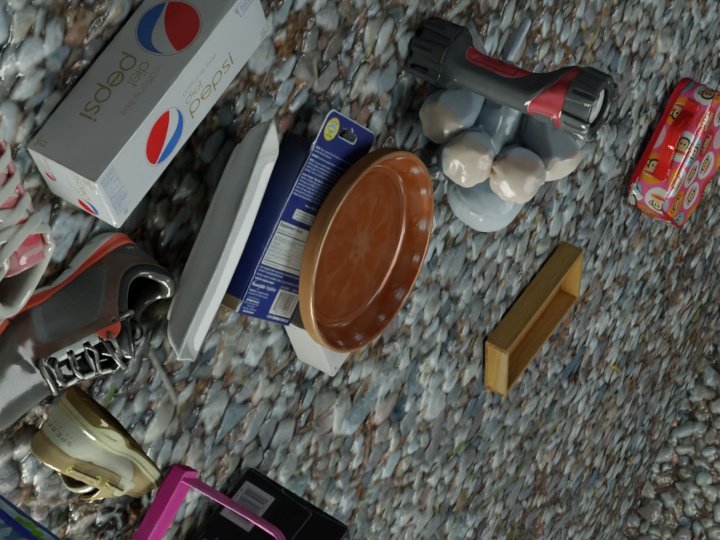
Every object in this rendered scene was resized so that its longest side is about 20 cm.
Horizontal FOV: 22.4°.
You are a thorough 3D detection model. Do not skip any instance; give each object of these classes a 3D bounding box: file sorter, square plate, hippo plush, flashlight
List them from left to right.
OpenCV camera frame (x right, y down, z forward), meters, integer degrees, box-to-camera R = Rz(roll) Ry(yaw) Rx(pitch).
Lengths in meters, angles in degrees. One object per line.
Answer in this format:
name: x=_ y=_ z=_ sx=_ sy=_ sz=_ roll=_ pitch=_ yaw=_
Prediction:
file sorter: x=-0.141 y=0.264 z=1.617 sx=0.140 sy=0.125 sz=0.200 roll=-60 pitch=179 yaw=-7
square plate: x=-0.115 y=-0.022 z=1.497 sx=0.198 sy=0.028 sz=0.201 roll=120 pitch=-8 yaw=-86
hippo plush: x=0.113 y=-0.126 z=1.860 sx=0.158 sy=0.201 sz=0.161 roll=-9 pitch=154 yaw=-26
flashlight: x=0.146 y=-0.189 z=1.745 sx=0.068 sy=0.199 sz=0.068 roll=-30 pitch=140 yaw=-52

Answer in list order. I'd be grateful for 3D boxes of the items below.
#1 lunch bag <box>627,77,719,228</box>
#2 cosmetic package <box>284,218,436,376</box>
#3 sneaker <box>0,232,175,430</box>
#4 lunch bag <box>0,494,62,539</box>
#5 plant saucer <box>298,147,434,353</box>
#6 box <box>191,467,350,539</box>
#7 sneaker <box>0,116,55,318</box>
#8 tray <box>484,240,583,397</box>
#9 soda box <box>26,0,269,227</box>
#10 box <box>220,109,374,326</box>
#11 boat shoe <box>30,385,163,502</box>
lunch bag: x=0.457 y=-0.168 z=2.596 sx=0.201 sy=0.082 sz=0.176 roll=-64 pitch=157 yaw=0
cosmetic package: x=0.000 y=0.000 z=1.821 sx=0.200 sy=0.050 sz=0.083 roll=-55 pitch=151 yaw=-22
sneaker: x=-0.214 y=0.051 z=1.372 sx=0.200 sy=0.082 sz=0.077 roll=-51 pitch=154 yaw=-29
lunch bag: x=-0.289 y=0.190 z=1.204 sx=0.160 sy=0.199 sz=0.083 roll=-10 pitch=131 yaw=-61
plant saucer: x=0.003 y=-0.021 z=1.724 sx=0.200 sy=0.032 sz=0.201 roll=-38 pitch=140 yaw=-41
box: x=-0.116 y=0.323 z=1.807 sx=0.200 sy=0.132 sz=0.115 roll=-51 pitch=158 yaw=-28
sneaker: x=-0.241 y=-0.058 z=1.173 sx=0.075 sy=0.104 sz=0.201 roll=-32 pitch=140 yaw=-49
tray: x=0.229 y=0.063 z=2.404 sx=0.200 sy=0.037 sz=0.099 roll=-49 pitch=153 yaw=-31
soda box: x=-0.152 y=-0.135 z=1.329 sx=0.200 sy=0.068 sz=0.064 roll=-55 pitch=156 yaw=-20
box: x=-0.058 y=-0.051 z=1.667 sx=0.201 sy=0.032 sz=0.121 roll=-64 pitch=158 yaw=2
boat shoe: x=-0.220 y=0.152 z=1.495 sx=0.066 sy=0.074 sz=0.200 roll=-43 pitch=156 yaw=-7
